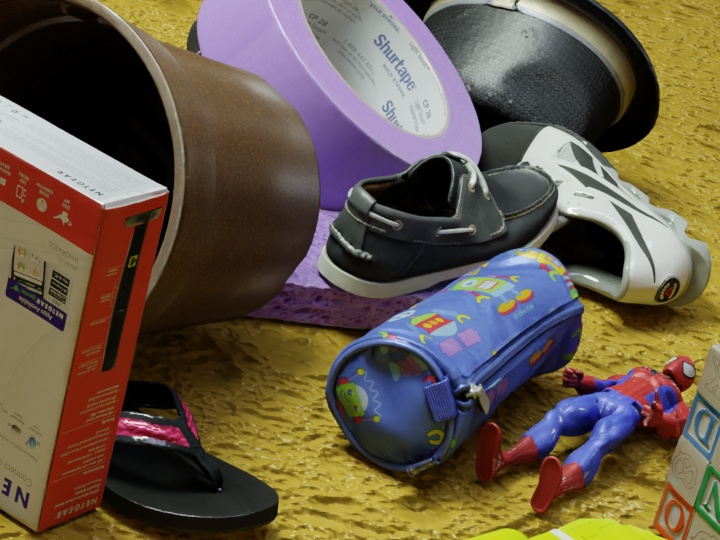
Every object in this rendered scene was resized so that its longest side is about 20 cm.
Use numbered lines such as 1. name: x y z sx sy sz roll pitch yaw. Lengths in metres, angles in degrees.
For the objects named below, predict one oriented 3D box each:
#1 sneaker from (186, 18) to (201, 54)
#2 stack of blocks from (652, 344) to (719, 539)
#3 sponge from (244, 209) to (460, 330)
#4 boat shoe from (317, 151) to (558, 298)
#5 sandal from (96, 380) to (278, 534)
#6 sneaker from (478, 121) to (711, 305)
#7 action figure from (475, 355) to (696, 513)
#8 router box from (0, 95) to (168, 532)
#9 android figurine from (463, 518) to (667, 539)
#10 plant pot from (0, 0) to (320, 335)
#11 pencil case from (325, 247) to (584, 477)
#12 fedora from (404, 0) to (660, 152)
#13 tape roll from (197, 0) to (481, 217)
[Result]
1. sneaker: -0.118 -0.125 1.784 0.115 0.076 0.200 1 27 -20
2. stack of blocks: 0.241 0.136 1.361 0.058 0.116 0.200 -1 29 -31
3. sponge: 0.000 0.000 1.629 0.199 0.030 0.112 7 26 -16
4. boat shoe: 0.058 -0.038 1.621 0.072 0.068 0.200 29 30 34
5. sandal: -0.125 0.078 1.368 0.200 0.045 0.075 29 26 30
6. sneaker: 0.130 -0.039 1.732 0.088 0.074 0.200 -9 32 -45
7. action figure: 0.141 0.082 1.510 0.065 0.052 0.200 23 23 27
8. router box: -0.198 0.004 1.325 0.200 0.180 0.049 28 27 29
9. android figurine: 0.115 0.177 1.292 0.182 0.041 0.200 32 30 34
10. plant pot: -0.130 -0.045 1.451 0.200 0.201 0.198 27 10 26
11. pencil case: 0.060 0.048 1.495 0.086 0.078 0.200 -1 15 29
12. fedora: 0.104 -0.123 1.848 0.200 0.201 0.092 21 58 16
13. tape roll: -0.012 -0.123 1.729 0.200 0.066 0.200 38 28 -25
